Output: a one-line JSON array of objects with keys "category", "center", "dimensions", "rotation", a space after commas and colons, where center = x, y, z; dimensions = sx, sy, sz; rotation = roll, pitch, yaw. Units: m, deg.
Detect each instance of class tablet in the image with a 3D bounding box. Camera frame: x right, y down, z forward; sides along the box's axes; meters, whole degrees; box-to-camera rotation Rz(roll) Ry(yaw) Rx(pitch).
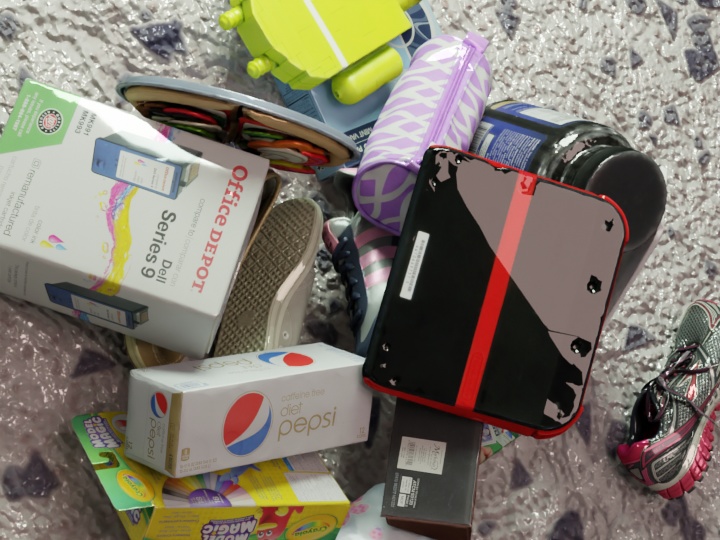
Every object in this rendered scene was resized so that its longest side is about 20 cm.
[{"category": "tablet", "center": [0.216, 0.013, 1.603], "dimensions": [0.014, 0.200, 0.130], "rotation": [25, 31, -3]}]

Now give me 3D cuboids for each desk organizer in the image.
[{"category": "desk organizer", "center": [0.066, 0.116, 1.472], "dimensions": [0.071, 0.077, 0.201], "rotation": [6, 66, 7]}]

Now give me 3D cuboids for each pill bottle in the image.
[{"category": "pill bottle", "center": [0.169, -0.078, 1.564], "dimensions": [0.111, 0.200, 0.112], "rotation": [-7, 107, -26]}]

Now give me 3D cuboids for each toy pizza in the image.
[{"category": "toy pizza", "center": [-0.098, -0.108, 1.441], "dimensions": [0.200, 0.200, 0.032], "rotation": [18, 84, -29]}]

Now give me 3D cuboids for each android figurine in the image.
[{"category": "android figurine", "center": [-0.036, -0.229, 1.559], "dimensions": [0.200, 0.041, 0.182], "rotation": [-37, 98, -35]}]

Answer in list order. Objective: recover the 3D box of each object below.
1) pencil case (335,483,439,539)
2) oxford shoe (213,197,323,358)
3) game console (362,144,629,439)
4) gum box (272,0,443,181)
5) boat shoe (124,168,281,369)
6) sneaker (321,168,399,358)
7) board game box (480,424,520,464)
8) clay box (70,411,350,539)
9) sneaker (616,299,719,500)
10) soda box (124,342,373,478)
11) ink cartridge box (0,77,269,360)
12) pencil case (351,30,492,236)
[{"category": "pencil case", "center": [-0.025, 0.246, 1.443], "dimensions": [0.200, 0.091, 0.083], "rotation": [-32, 97, -38]}, {"category": "oxford shoe", "center": [-0.072, 0.030, 1.497], "dimensions": [0.058, 0.075, 0.201], "rotation": [49, 46, -45]}, {"category": "game console", "center": [0.109, 0.018, 1.430], "dimensions": [0.176, 0.031, 0.201], "rotation": [16, 82, -3]}, {"category": "gum box", "center": [-0.004, -0.201, 1.624], "dimensions": [0.170, 0.044, 0.201], "rotation": [-24, 91, -37]}, {"category": "boat shoe", "center": [-0.125, -0.003, 1.456], "dimensions": [0.073, 0.063, 0.201], "rotation": [59, 44, -38]}, {"category": "sneaker", "center": [0.000, 0.000, 1.522], "dimensions": [0.082, 0.070, 0.201], "rotation": [18, 51, -12]}, {"category": "board game box", "center": [0.089, 0.061, 1.619], "dimensions": [0.134, 0.029, 0.201], "rotation": [-29, 93, -38]}, {"category": "clay box", "center": [-0.120, 0.159, 1.394], "dimensions": [0.199, 0.048, 0.115], "rotation": [3, 32, -33]}, {"category": "sneaker", "center": [0.302, 0.112, 1.721], "dimensions": [0.075, 0.081, 0.201], "rotation": [32, 60, -21]}, {"category": "soda box", "center": [-0.081, 0.103, 1.383], "dimensions": [0.199, 0.064, 0.068], "rotation": [-6, 107, -44]}, {"category": "ink cartridge box", "center": [-0.184, -0.038, 1.380], "dimensions": [0.199, 0.088, 0.146], "rotation": [20, 63, -4]}, {"category": "pencil case", "center": [0.054, -0.116, 1.533], "dimensions": [0.084, 0.086, 0.200], "rotation": [24, 43, -3]}]
